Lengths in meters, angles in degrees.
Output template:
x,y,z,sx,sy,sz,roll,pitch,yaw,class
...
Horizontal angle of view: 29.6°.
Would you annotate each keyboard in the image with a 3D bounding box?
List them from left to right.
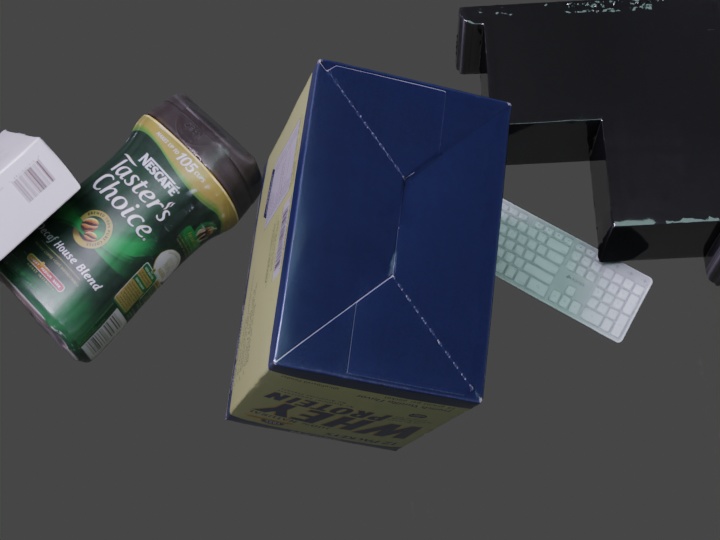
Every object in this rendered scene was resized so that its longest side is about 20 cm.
x,y,z,sx,sy,sz,roll,pitch,yaw,class
0.123,-0.016,1.041,0.198,0.011,0.057,29,74,12,keyboard

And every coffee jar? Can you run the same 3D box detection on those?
x,y,z,sx,sy,sz,roll,pitch,yaw,class
-0.170,-0.035,1.016,0.104,0.086,0.200,41,76,19,coffee jar

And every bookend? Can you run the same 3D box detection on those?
x,y,z,sx,sy,sz,roll,pitch,yaw,class
0.177,-0.093,1.024,0.195,0.092,0.203,-3,71,1,bookend

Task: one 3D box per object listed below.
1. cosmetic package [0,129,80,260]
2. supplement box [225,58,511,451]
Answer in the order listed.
x,y,z,sx,sy,sz,roll,pitch,yaw,class
-0.304,-0.017,0.982,0.200,0.150,0.052,-44,114,-12,cosmetic package
0.000,0.000,0.921,0.132,0.200,0.203,11,72,-11,supplement box
